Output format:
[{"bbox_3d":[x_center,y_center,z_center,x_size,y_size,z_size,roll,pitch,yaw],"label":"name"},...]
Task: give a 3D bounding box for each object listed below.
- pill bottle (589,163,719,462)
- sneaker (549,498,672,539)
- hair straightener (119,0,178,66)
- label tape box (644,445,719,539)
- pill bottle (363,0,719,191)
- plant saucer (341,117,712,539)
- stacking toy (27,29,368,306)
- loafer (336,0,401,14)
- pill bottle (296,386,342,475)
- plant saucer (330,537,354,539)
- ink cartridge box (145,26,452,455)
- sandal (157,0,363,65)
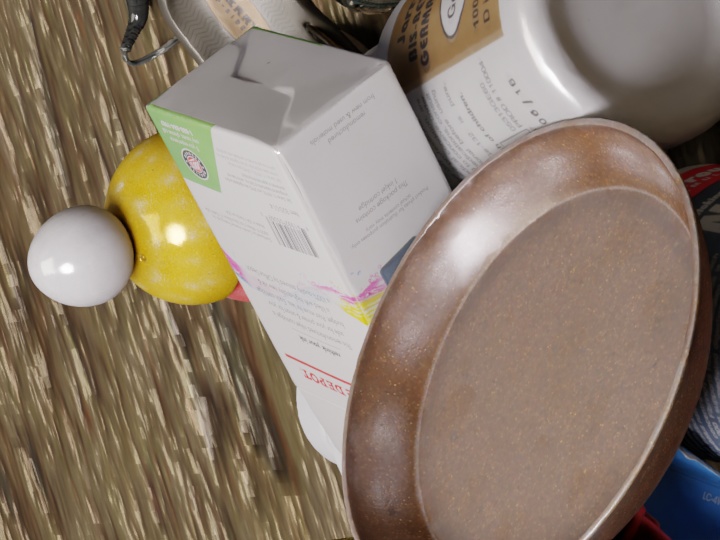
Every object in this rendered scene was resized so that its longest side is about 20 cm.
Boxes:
[{"bbox_3d":[0.158,0.020,1.161,0.200,0.119,0.120,13,118,56],"label":"pill bottle"},{"bbox_3d":[0.086,0.116,1.150,0.199,0.077,0.086,15,102,50],"label":"sneaker"},{"bbox_3d":[-0.121,-0.198,1.589,0.077,0.041,0.201,36,136,46],"label":"hair straightener"},{"bbox_3d":[0.134,0.132,1.220,0.200,0.066,0.143,41,168,-33],"label":"label tape box"},{"bbox_3d":[0.070,-0.085,1.256,0.200,0.114,0.115,-27,83,61],"label":"pill bottle"},{"bbox_3d":[0.068,0.040,1.133,0.200,0.034,0.201,-35,42,38],"label":"plant saucer"},{"bbox_3d":[-0.078,-0.031,1.451,0.146,0.199,0.147,36,136,46],"label":"stacking toy"},{"bbox_3d":[0.001,-0.157,1.398,0.063,0.072,0.200,49,169,-33],"label":"loafer"},{"bbox_3d":[0.055,0.074,1.377,0.200,0.112,0.113,16,120,55],"label":"pill bottle"},{"bbox_3d":[0.085,0.206,1.419,0.200,0.048,0.201,9,135,59],"label":"plant saucer"},{"bbox_3d":[0.000,0.000,1.278,0.117,0.067,0.201,21,144,55],"label":"ink cartridge box"},{"bbox_3d":[-0.018,-0.082,1.378,0.200,0.082,0.055,48,-172,-9],"label":"sandal"}]
